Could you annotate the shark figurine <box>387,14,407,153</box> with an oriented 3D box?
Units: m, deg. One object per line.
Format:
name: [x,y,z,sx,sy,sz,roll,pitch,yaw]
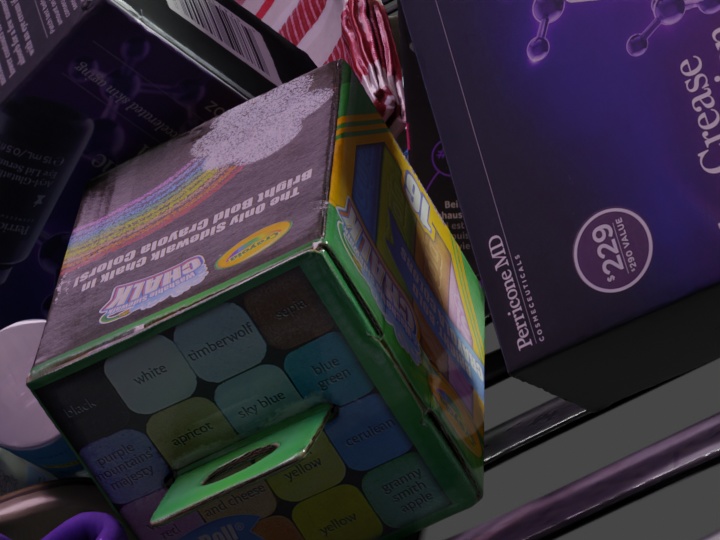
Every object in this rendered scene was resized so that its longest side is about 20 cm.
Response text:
shark figurine: [0.010,-0.015,1.362,0.089,0.215,0.128,17,-5,22]

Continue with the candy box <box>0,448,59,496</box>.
candy box: [-0.226,0.089,1.193,0.136,0.200,0.061,-24,46,30]

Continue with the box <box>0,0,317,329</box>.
box: [-0.126,-0.034,1.215,0.200,0.148,0.104,-46,35,16]

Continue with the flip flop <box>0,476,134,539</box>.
flip flop: [-0.167,0.141,1.143,0.200,0.081,0.058,-20,26,16]

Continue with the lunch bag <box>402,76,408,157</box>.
lunch bag: [0.040,-0.061,1.585,0.161,0.083,0.200,-26,10,0]

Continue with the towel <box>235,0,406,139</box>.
towel: [-0.037,-0.089,1.312,0.144,0.023,0.200,-55,34,35]

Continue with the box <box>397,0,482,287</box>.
box: [0.079,-0.098,1.206,0.122,0.200,0.106,-3,14,6]

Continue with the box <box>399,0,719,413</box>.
box: [0.101,-0.070,1.058,0.141,0.200,0.079,-26,-24,24]

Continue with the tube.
tube: [-0.094,0.067,1.184,0.077,0.050,0.200,-22,-20,12]

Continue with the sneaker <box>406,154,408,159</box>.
sneaker: [0.075,-0.087,1.382,0.091,0.200,0.078,-20,45,-39]

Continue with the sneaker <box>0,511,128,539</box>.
sneaker: [-0.171,0.106,1.009,0.200,0.084,0.081,4,6,-34]

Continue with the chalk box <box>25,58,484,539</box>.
chalk box: [-0.033,0.036,1.075,0.124,0.124,0.200,-24,26,16]
